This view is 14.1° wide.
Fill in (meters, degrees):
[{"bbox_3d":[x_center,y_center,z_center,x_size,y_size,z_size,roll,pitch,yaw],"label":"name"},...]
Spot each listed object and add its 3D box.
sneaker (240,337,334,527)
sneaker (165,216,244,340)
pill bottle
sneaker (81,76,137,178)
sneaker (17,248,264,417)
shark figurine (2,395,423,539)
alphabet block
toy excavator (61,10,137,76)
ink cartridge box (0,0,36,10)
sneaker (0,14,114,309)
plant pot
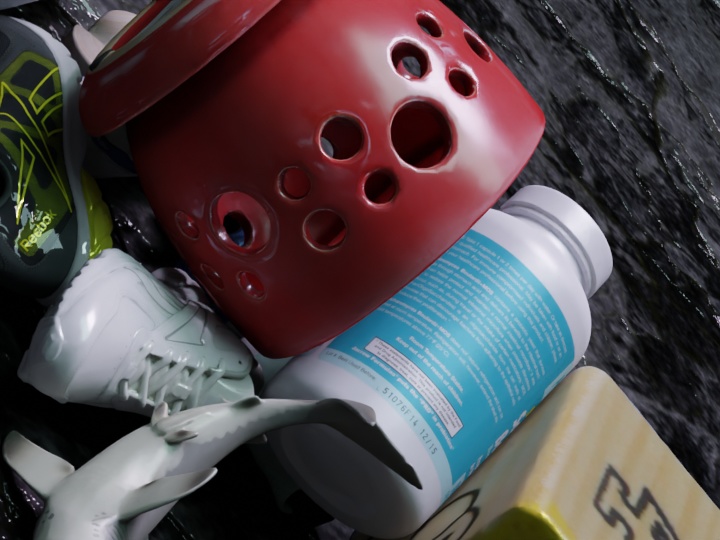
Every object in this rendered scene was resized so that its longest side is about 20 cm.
[{"bbox_3d":[0.029,0.077,1.633,0.074,0.200,0.118,97,-25,-61],"label":"sneaker"},{"bbox_3d":[-0.059,-0.025,1.710,0.089,0.079,0.200,53,23,-7],"label":"sneaker"},{"bbox_3d":[0.048,0.041,1.549,0.200,0.111,0.111,-44,98,-27],"label":"pill bottle"},{"bbox_3d":[-0.083,-0.089,1.665,0.200,0.088,0.075,-18,102,-40],"label":"sneaker"},{"bbox_3d":[-0.100,0.045,1.483,0.099,0.078,0.200,37,14,16],"label":"sneaker"},{"bbox_3d":[-0.087,0.113,1.436,0.128,0.214,0.090,36,-36,45],"label":"shark figurine"},{"bbox_3d":[0.097,0.203,1.535,0.196,0.195,0.200,49,24,-5],"label":"alphabet block"},{"bbox_3d":[-0.104,-0.134,1.788,0.200,0.100,0.195,23,35,-26],"label":"toy excavator"},{"bbox_3d":[-0.199,-0.235,1.622,0.043,0.196,0.200,88,-16,-57],"label":"ink cartridge box"},{"bbox_3d":[-0.190,-0.068,1.531,0.085,0.074,0.200,18,36,-42],"label":"sneaker"},{"bbox_3d":[-0.031,-0.084,1.527,0.183,0.200,0.200,51,23,-11],"label":"plant pot"}]
